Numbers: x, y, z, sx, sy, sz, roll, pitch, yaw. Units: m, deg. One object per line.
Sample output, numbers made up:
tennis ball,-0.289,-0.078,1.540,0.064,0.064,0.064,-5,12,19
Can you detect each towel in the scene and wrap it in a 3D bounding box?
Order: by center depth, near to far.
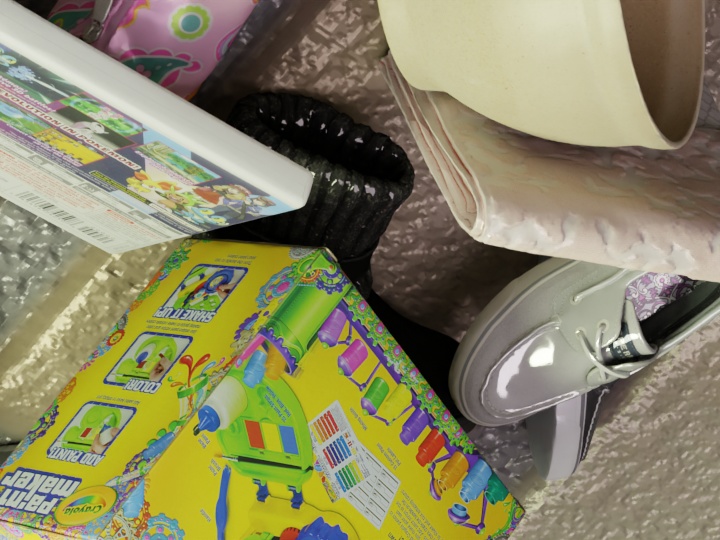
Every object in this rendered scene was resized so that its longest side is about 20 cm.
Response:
towel,0.124,-0.058,1.510,0.199,0.191,0.032,7,121,-22

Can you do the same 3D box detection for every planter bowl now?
planter bowl,0.085,-0.155,1.452,0.134,0.201,0.201,-5,129,20

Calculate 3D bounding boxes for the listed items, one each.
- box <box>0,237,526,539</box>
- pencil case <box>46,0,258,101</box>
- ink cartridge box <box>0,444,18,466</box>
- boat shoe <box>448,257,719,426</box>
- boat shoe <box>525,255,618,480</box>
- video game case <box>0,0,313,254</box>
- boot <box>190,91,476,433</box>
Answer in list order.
box,-0.054,0.122,1.478,0.193,0.122,0.200,-52,122,-25
pencil case,-0.077,-0.171,1.440,0.087,0.088,0.200,25,112,-29
ink cartridge box,-0.142,0.187,1.679,0.159,0.047,0.201,-5,122,-13
boat shoe,0.140,0.026,1.573,0.199,0.069,0.072,-29,117,-1
boat shoe,0.133,0.029,1.650,0.066,0.070,0.201,-4,116,-12
video game case,-0.151,-0.070,1.450,0.199,0.182,0.023,30,66,-30
boot,0.000,0.001,1.580,0.210,0.080,0.158,16,117,-24
